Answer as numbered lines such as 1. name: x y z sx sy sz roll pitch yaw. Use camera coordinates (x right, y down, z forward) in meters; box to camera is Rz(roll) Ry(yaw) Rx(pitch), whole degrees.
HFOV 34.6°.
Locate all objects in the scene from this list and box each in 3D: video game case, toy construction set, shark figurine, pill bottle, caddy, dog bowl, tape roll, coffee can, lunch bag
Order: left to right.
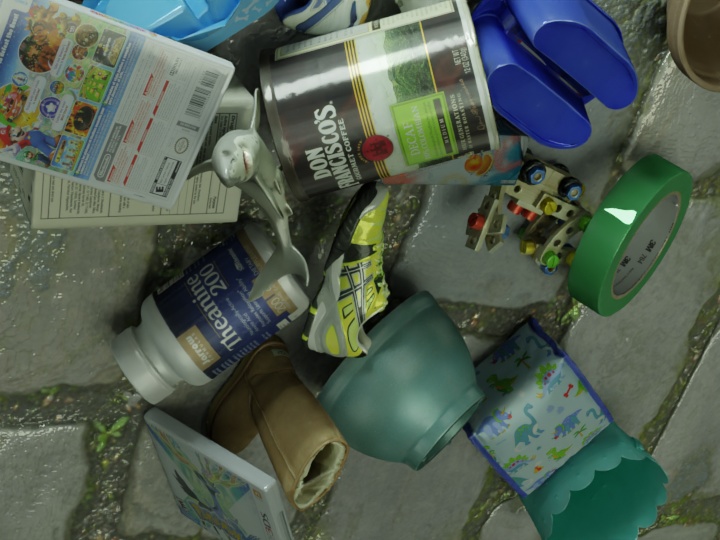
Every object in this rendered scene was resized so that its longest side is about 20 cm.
1. video game case: -0.220 -0.140 0.960 0.198 0.018 0.144 16 114 -31
2. dog bowl: -0.150 -0.242 1.016 0.199 0.112 0.050 -33 147 -4
3. pill bottle: -0.160 0.049 1.216 0.199 0.111 0.111 -36 133 -1
4. video game case: -0.156 0.262 1.325 0.022 0.199 0.184 -41 138 -32
5. shark figurine: -0.110 -0.072 1.048 0.088 0.129 0.215 -10 148 8
6. coffee can: 0.019 -0.161 1.086 0.198 0.147 0.147 -14 132 7
7. toy construction set: 0.196 -0.065 1.350 0.199 0.092 0.132 11 118 -46
8. lunch bag: 0.228 0.192 1.524 0.170 0.128 0.200 -40 123 3
9. caddy: 0.199 -0.223 1.219 0.199 0.106 0.141 30 122 -36
10. tape roll: 0.330 -0.041 1.407 0.200 0.048 0.202 -40 149 -30

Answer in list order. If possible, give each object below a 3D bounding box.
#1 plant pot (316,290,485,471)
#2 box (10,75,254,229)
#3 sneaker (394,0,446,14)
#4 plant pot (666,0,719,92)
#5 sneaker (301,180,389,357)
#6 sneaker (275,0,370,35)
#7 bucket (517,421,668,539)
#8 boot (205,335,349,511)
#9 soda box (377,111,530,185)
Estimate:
1. plant pot: 0.058 0.143 1.329 0.200 0.134 0.201 -43 165 -15
2. box: -0.212 -0.122 1.064 0.198 0.109 0.129 -3 123 -27
3. sneaker: 0.065 -0.273 1.144 0.086 0.075 0.202 -5 119 -11
4. plant pot: 0.409 -0.308 1.279 0.199 0.093 0.203 -15 128 -19
5. sneaker: 0.000 0.000 1.209 0.076 0.076 0.202 19 116 0
6. sneaker: -0.028 -0.307 1.053 0.087 0.075 0.202 -6 125 -25
7. bucket: 0.322 0.304 1.651 0.205 0.135 0.209 -14 129 -18
8. boot: -0.100 0.192 1.293 0.066 0.200 0.176 8 119 -33
9. soda box: 0.079 -0.135 1.239 0.198 0.069 0.064 -2 124 -26
